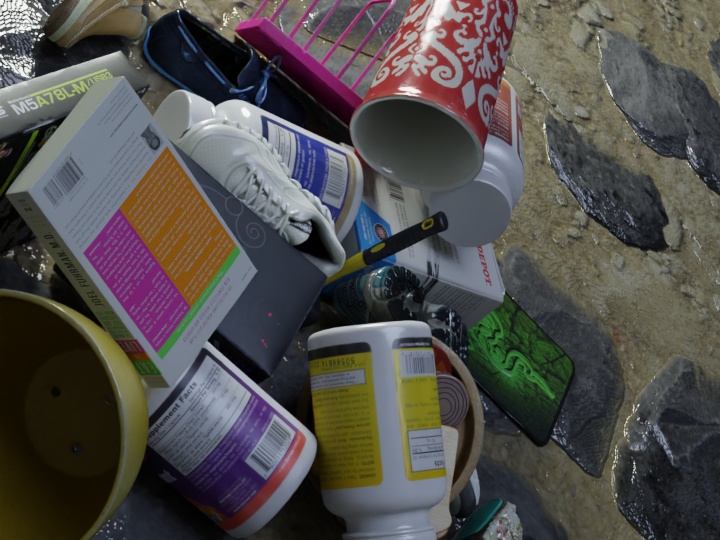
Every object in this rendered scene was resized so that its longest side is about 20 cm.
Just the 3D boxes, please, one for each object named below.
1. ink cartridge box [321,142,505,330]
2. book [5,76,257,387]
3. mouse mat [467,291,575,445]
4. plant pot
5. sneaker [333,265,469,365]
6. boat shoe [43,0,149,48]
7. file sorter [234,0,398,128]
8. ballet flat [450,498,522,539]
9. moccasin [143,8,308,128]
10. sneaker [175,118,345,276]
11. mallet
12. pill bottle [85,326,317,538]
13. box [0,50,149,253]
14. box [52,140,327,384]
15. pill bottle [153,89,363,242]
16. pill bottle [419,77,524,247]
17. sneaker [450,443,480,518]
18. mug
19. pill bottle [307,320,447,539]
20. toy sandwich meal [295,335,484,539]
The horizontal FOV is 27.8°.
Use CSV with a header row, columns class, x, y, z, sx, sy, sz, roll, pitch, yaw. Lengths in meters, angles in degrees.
class,x,y,z,sx,sy,sz,roll,pitch,yaw
ink cartridge box,0.043,-0.028,1.539,0.199,0.084,0.147,20,43,-35
book,-0.172,-0.027,1.112,0.201,0.048,0.134,60,44,-32
mouse mat,0.160,0.086,1.635,0.200,0.008,0.161,44,38,-9
plant pot,-0.237,0.112,1.083,0.201,0.199,0.142,57,13,7
sneaker,0.044,0.061,1.480,0.200,0.086,0.078,51,47,-41
boat shoe,-0.244,-0.265,1.454,0.076,0.071,0.201,52,36,-18
file sorter,-0.012,-0.247,1.578,0.199,0.126,0.139,39,-3,-17
ballet flat,0.103,0.282,1.369,0.199,0.075,0.064,-30,91,-50
moccasin,-0.131,-0.200,1.513,0.199,0.068,0.081,26,45,-30
sneaker,-0.084,-0.064,1.320,0.200,0.075,0.081,39,8,-34
mallet,0.000,0.000,1.388,0.041,0.199,0.067,29,52,-45
pill bottle,-0.142,0.120,1.212,0.200,0.111,0.112,42,39,-12
box,-0.281,-0.075,1.152,0.048,0.200,0.193,49,38,9
box,-0.149,0.002,1.285,0.200,0.106,0.123,40,54,-15
pill bottle,-0.107,-0.096,1.414,0.199,0.119,0.121,22,46,-32
pill bottle,0.116,-0.118,1.532,0.112,0.112,0.201,35,33,-20
sneaker,0.039,0.163,1.412,0.080,0.074,0.201,-35,87,-31
mug,0.063,-0.197,1.449,0.134,0.176,0.201,54,45,-41
pill bottle,0.016,0.149,1.246,0.111,0.111,0.203,2,79,-44
toy sandwich meal,0.031,0.149,1.339,0.203,0.070,0.208,1,84,-14
